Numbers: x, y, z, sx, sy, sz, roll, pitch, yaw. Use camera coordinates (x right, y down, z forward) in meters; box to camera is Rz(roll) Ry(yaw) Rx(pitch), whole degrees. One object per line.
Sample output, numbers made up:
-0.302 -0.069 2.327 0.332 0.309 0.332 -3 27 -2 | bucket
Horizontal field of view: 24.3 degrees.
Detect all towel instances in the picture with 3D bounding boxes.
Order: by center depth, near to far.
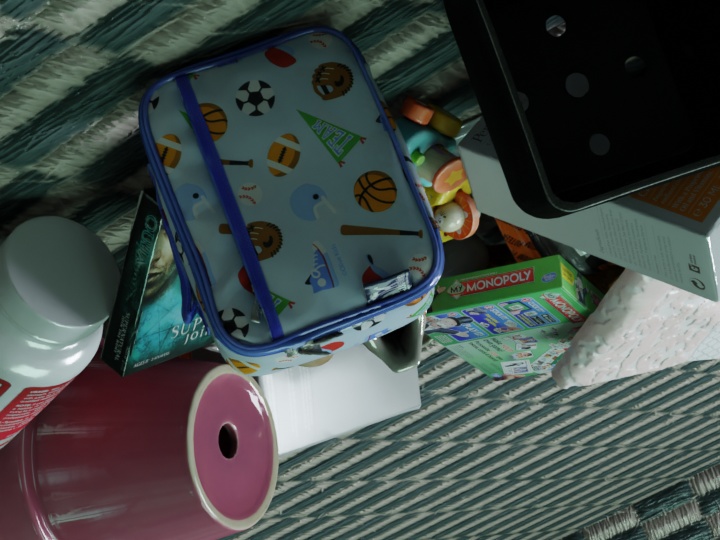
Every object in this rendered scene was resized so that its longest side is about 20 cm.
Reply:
0.267 0.018 1.317 0.191 0.032 0.200 -8 145 -30 | towel

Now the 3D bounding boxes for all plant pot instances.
0.153 -0.135 1.003 0.199 0.200 0.177 -18 171 -10 | plant pot
-0.172 0.146 1.310 0.179 0.200 0.200 -8 169 28 | plant pot

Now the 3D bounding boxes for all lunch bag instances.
-0.046 -0.038 1.018 0.160 0.200 0.076 -19 165 -9 | lunch bag

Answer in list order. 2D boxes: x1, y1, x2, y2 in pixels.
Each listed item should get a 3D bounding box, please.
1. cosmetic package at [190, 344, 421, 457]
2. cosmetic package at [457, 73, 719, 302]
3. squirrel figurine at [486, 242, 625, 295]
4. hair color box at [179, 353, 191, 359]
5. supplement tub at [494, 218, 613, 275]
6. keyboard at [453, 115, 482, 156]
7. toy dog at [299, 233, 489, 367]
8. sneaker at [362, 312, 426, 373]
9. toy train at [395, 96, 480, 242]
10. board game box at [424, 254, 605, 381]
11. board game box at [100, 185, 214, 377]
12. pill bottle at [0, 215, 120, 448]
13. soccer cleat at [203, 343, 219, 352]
-0.043 0.088 1.435 0.090 0.107 0.200 1 -171 40 | cosmetic package
0.178 -0.066 1.143 0.101 0.200 0.071 -51 143 -24 | cosmetic package
0.157 -0.004 1.461 0.186 0.142 0.200 1 155 -23 | squirrel figurine
-0.152 0.117 1.538 0.200 0.064 0.111 -33 158 26 | hair color box
0.204 -0.075 1.304 0.200 0.123 0.123 -26 161 14 | supplement tub
0.107 -0.111 1.279 0.200 0.011 0.056 -24 166 7 | keyboard
0.000 0.000 1.361 0.200 0.096 0.132 -6 141 -48 | toy dog
0.010 -0.021 1.128 0.075 0.090 0.200 -22 133 -3 | sneaker
0.034 -0.030 1.222 0.150 0.056 0.200 -41 148 -22 | toy train
0.134 0.042 1.358 0.134 0.029 0.200 -13 157 23 | board game box
-0.085 -0.014 1.151 0.200 0.028 0.135 -21 138 -47 | board game box
-0.250 0.047 1.166 0.112 0.112 0.200 -4 155 -41 | pill bottle
-0.099 0.011 1.252 0.070 0.086 0.200 -57 178 -21 | soccer cleat
